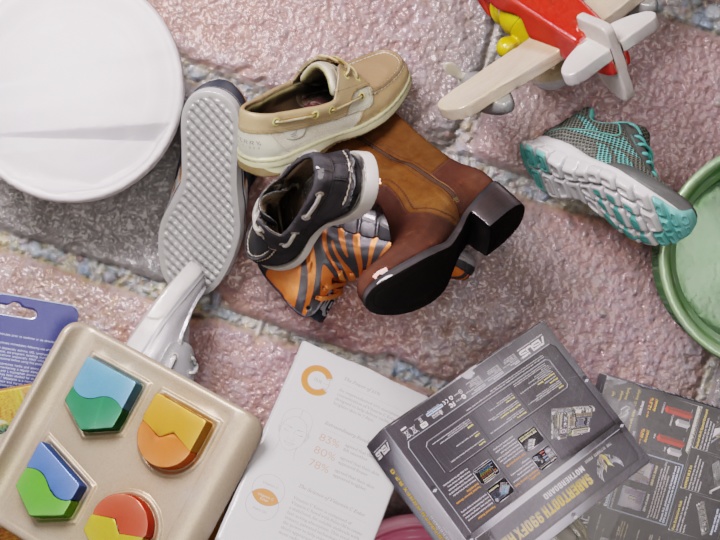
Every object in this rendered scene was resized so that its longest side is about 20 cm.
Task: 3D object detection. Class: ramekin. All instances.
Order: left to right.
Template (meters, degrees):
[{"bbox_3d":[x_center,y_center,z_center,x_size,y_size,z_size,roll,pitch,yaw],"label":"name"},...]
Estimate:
[{"bbox_3d":[-0.254,-0.159,1.371,0.201,0.094,0.203,0,89,-1],"label":"ramekin"},{"bbox_3d":[0.359,-0.011,1.375,0.199,0.098,0.201,0,89,0],"label":"ramekin"}]

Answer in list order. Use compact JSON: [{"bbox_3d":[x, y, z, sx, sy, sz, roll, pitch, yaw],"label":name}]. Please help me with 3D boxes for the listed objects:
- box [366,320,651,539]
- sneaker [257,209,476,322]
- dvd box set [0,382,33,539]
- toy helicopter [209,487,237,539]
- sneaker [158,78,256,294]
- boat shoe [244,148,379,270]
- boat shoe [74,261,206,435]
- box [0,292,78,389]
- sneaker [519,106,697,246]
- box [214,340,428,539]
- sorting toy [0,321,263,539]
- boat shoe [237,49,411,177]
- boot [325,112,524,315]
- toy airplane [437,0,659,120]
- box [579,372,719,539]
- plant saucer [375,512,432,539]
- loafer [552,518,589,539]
[{"bbox_3d":[0.129,0.157,1.310,0.200,0.048,0.159,-32,79,-30],"label":"box"},{"bbox_3d":[0.000,0.000,1.389,0.199,0.078,0.113,18,93,10],"label":"sneaker"},{"bbox_3d":[-0.283,0.172,1.358,0.199,0.029,0.147,-9,91,-26],"label":"dvd box set"},{"bbox_3d":[-0.147,0.233,1.359,0.079,0.132,0.201,-3,108,27],"label":"toy helicopter"},{"bbox_3d":[-0.133,-0.077,1.386,0.078,0.079,0.201,14,114,2],"label":"sneaker"},{"bbox_3d":[-0.058,-0.051,1.285,0.060,0.200,0.074,5,74,-30],"label":"boat shoe"},{"bbox_3d":[-0.182,0.089,1.348,0.068,0.072,0.200,32,72,-8],"label":"boat shoe"},{"bbox_3d":[-0.330,0.120,1.386,0.121,0.032,0.201,11,90,-12],"label":"box"},{"bbox_3d":[0.231,-0.093,1.346,0.091,0.200,0.078,-40,134,-14],"label":"sneaker"},{"bbox_3d":[-0.038,0.185,1.327,0.124,0.098,0.201,24,60,0],"label":"box"},{"bbox_3d":[-0.207,0.162,1.273,0.199,0.036,0.186,26,84,16],"label":"sorting toy"},{"bbox_3d":[-0.029,-0.153,1.344,0.074,0.067,0.200,23,46,35],"label":"boat shoe"},{"bbox_3d":[0.012,-0.065,1.321,0.200,0.069,0.188,38,61,26],"label":"boot"},{"bbox_3d":[0.177,-0.208,1.356,0.199,0.141,0.200,3,57,12],"label":"toy airplane"},{"bbox_3d":[0.268,0.211,1.395,0.157,0.050,0.201,16,89,0],"label":"box"},{"bbox_3d":[0.053,0.319,1.391,0.199,0.051,0.202,0,90,-1],"label":"plant saucer"},{"bbox_3d":[0.115,0.197,1.360,0.070,0.070,0.200,-36,64,-26],"label":"loafer"}]
